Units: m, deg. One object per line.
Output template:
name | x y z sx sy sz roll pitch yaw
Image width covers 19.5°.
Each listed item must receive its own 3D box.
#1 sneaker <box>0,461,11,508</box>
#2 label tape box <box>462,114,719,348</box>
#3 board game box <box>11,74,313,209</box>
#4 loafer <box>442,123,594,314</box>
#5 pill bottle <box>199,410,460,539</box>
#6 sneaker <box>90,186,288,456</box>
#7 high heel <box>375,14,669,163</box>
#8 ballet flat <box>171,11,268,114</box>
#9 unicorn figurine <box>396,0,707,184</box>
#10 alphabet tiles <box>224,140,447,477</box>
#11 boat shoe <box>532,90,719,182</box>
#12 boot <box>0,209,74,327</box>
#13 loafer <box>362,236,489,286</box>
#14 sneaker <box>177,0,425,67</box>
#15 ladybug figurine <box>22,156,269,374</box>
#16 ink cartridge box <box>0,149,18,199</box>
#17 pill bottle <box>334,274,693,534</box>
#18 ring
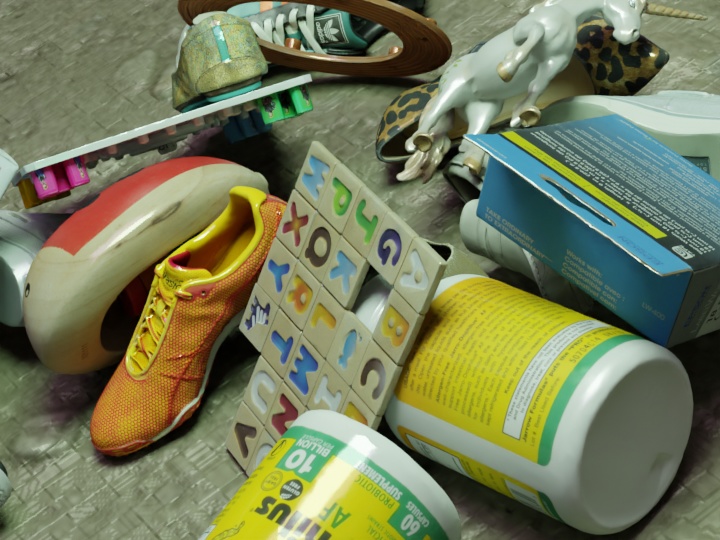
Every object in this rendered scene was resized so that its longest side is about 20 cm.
sneaker | -0.284 0.093 1.379 0.200 0.076 0.114 11 51 38
label tape box | 0.147 -0.023 1.214 0.144 0.063 0.200 37 25 23
board game box | -0.141 -0.087 1.468 0.200 0.026 0.200 -19 3 -11
loafer | 0.101 -0.026 1.358 0.070 0.070 0.200 -25 30 4
pill bottle | -0.046 0.183 1.115 0.113 0.113 0.200 22 63 41
sneaker | -0.117 0.029 1.346 0.200 0.077 0.073 -55 44 0
high heel | 0.107 -0.113 1.443 0.200 0.071 0.143 2 36 49
ballet flat | -0.104 -0.149 1.489 0.071 0.071 0.200 -27 4 -8
unicorn figurine | 0.108 -0.133 1.368 0.200 0.074 0.137 -16 28 32
alphabet tiles | -0.027 0.045 1.258 0.008 0.200 0.167 10 22 -34
boat shoe | 0.211 -0.083 1.382 0.201 0.070 0.071 10 28 36
boot | -0.241 -0.011 1.504 0.095 0.074 0.200 -15 25 -31
loafer | 0.000 0.000 1.367 0.200 0.068 0.076 5 45 29
sneaker | -0.043 -0.195 1.616 0.200 0.071 0.080 -26 34 -9
ladybug figurine | -0.146 -0.012 1.390 0.200 0.136 0.072 -35 64 -27
ink cartridge box | -0.315 0.019 1.394 0.162 0.050 0.200 -34 30 43
pill bottle | 0.083 0.067 1.214 0.200 0.113 0.113 22 55 42
ring | -0.032 -0.178 1.508 0.200 0.200 0.019 4 77 28
